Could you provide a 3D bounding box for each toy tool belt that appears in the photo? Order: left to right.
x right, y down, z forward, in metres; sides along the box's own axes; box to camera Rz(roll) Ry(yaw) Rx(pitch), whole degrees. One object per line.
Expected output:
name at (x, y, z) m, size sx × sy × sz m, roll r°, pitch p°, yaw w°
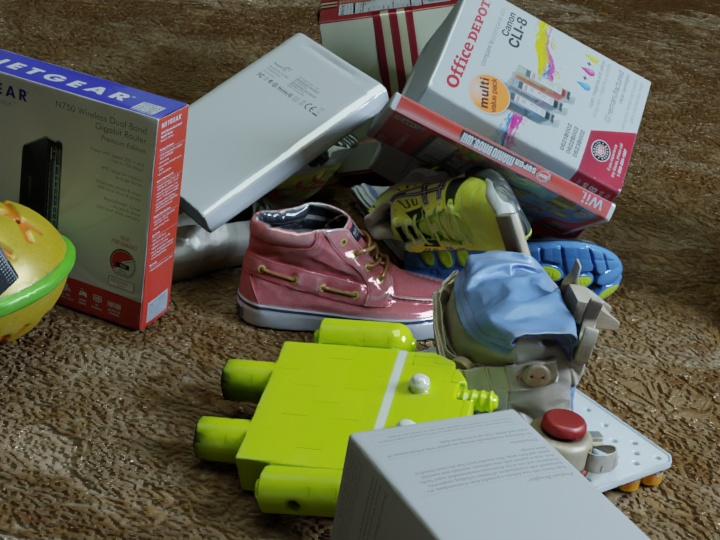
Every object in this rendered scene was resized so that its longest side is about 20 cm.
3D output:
toy tool belt at (0.122, 0.047, 0.986) m, size 0.124 × 0.124 × 0.200 m, roll 1°, pitch 26°, yaw -15°

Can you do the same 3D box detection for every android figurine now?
android figurine at (-0.007, 0.100, 0.938) m, size 0.199 × 0.041 × 0.182 m, roll 3°, pitch 37°, yaw 16°

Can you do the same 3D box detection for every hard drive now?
hard drive at (-0.091, -0.126, 1.210) m, size 0.200 × 0.026 × 0.132 m, roll -37°, pitch 49°, yaw -18°

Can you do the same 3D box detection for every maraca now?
maraca at (-0.294, 0.012, 1.001) m, size 0.136 × 0.108 × 0.200 m, roll 6°, pitch 27°, yaw 28°

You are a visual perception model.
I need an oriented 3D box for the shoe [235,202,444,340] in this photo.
shoe at (0.000, 0.000, 1.139) m, size 0.199 × 0.091 × 0.072 m, roll 3°, pitch 26°, yaw -12°

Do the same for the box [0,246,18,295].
box at (-0.351, 0.028, 0.910) m, size 0.160 × 0.044 × 0.200 m, roll 27°, pitch 63°, yaw 34°

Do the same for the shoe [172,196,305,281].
shoe at (-0.112, -0.039, 1.226) m, size 0.070 × 0.054 × 0.199 m, roll 28°, pitch 31°, yaw 34°

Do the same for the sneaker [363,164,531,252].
sneaker at (0.072, -0.040, 1.145) m, size 0.076 × 0.076 × 0.200 m, roll -34°, pitch 15°, yaw -18°

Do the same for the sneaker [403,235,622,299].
sneaker at (0.138, -0.014, 1.238) m, size 0.198 × 0.071 × 0.083 m, roll 5°, pitch 32°, yaw -2°

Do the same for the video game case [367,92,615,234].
video game case at (0.104, -0.086, 1.159) m, size 0.199 × 0.018 × 0.143 m, roll 26°, pitch -6°, yaw -5°

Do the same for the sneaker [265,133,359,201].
sneaker at (-0.073, -0.095, 1.310) m, size 0.078 × 0.090 × 0.200 m, roll 43°, pitch 24°, yaw 16°

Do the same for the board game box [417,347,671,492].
board game box at (0.088, 0.119, 1.000) m, size 0.199 × 0.026 × 0.200 m, roll -11°, pitch 32°, yaw -36°

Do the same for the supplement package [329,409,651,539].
supplement package at (0.080, 0.184, 0.754) m, size 0.121 × 0.120 × 0.200 m, roll -4°, pitch 28°, yaw -29°

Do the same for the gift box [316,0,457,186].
gift box at (0.059, -0.196, 1.449) m, size 0.199 × 0.188 × 0.185 m, roll -4°, pitch 23°, yaw 7°

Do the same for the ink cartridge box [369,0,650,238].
ink cartridge box at (0.137, -0.135, 1.278) m, size 0.199 × 0.145 × 0.146 m, roll 27°, pitch 56°, yaw -7°

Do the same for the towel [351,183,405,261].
towel at (0.103, -0.050, 1.357) m, size 0.199 × 0.024 × 0.147 m, roll -1°, pitch 28°, yaw -21°

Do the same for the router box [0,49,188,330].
router box at (-0.241, -0.068, 1.098) m, size 0.199 × 0.180 × 0.049 m, roll 17°, pitch 26°, yaw 17°
